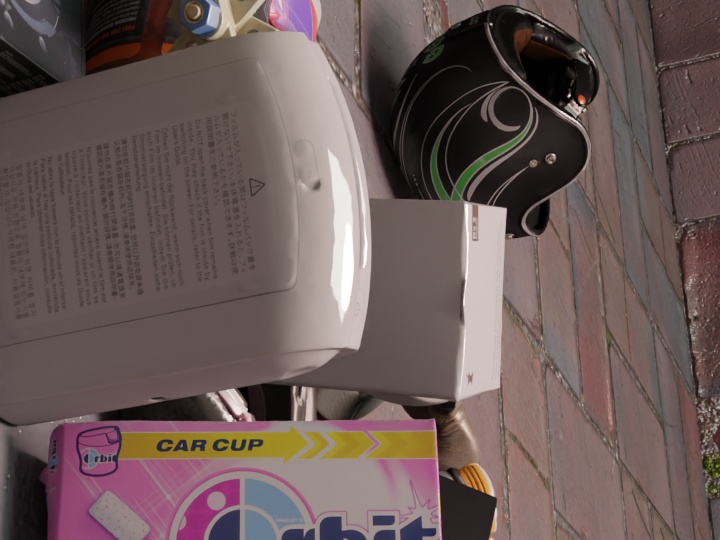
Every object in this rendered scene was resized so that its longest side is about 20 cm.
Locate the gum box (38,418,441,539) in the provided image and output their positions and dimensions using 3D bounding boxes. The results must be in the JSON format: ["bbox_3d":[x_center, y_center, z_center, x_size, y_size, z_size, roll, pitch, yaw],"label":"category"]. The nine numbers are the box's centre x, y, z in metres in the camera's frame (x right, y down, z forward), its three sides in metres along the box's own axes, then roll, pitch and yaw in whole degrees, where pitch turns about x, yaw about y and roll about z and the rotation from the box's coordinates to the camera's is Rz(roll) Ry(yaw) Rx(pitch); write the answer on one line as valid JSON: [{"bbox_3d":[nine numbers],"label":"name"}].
[{"bbox_3d":[-0.060,0.138,0.746,0.066,0.198,0.114,99,-10,-66],"label":"gum box"}]

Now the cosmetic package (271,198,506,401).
[{"bbox_3d":[-0.019,0.012,0.882,0.081,0.198,0.114,0,95,-69],"label":"cosmetic package"}]

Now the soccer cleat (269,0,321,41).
[{"bbox_3d":[-0.081,-0.209,1.063,0.200,0.068,0.074,54,35,-55],"label":"soccer cleat"}]

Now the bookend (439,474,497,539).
[{"bbox_3d":[0.016,0.188,0.919,0.199,0.092,0.201,-62,172,-65],"label":"bookend"}]

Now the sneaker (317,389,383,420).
[{"bbox_3d":[0.005,0.063,1.172,0.080,0.071,0.200,49,25,17],"label":"sneaker"}]

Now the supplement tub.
[{"bbox_3d":[-0.110,-0.116,0.867,0.107,0.106,0.201,58,29,-45],"label":"supplement tub"}]

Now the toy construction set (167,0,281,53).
[{"bbox_3d":[-0.111,-0.164,0.718,0.200,0.130,0.093,41,61,-68],"label":"toy construction set"}]

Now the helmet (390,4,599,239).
[{"bbox_3d":[0.123,-0.129,1.406,0.199,0.191,0.201,25,39,-23],"label":"helmet"}]

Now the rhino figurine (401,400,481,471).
[{"bbox_3d":[0.049,0.142,1.125,0.060,0.087,0.201,-36,135,-51],"label":"rhino figurine"}]

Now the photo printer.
[{"bbox_3d":[-0.091,-0.022,0.727,0.069,0.199,0.168,17,62,-68],"label":"photo printer"}]

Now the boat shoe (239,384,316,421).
[{"bbox_3d":[-0.061,0.072,0.962,0.057,0.066,0.202,13,70,-74],"label":"boat shoe"}]

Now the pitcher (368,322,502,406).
[{"bbox_3d":[0.000,0.000,1.028,0.171,0.121,0.200,40,1,-30],"label":"pitcher"}]

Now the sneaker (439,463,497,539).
[{"bbox_3d":[0.048,0.236,1.078,0.078,0.077,0.202,-154,-114,-74],"label":"sneaker"}]

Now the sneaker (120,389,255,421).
[{"bbox_3d":[-0.095,0.148,0.817,0.116,0.075,0.201,-56,132,-60],"label":"sneaker"}]

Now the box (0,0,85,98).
[{"bbox_3d":[-0.205,-0.188,0.732,0.200,0.043,0.161,40,43,-61],"label":"box"}]
